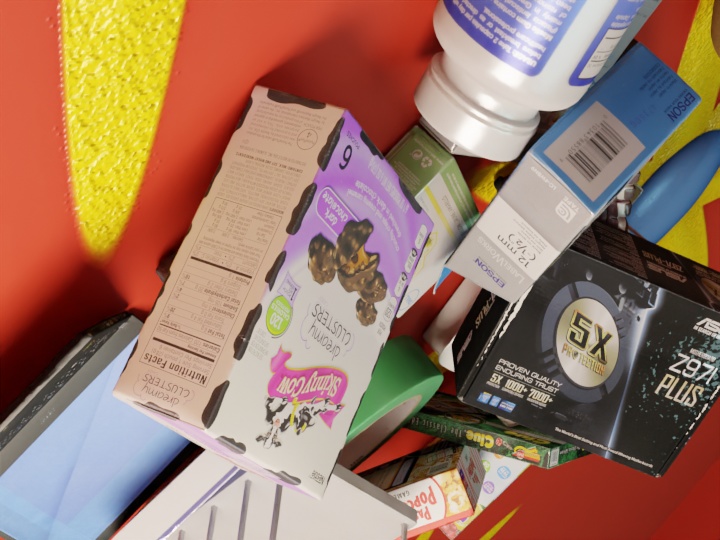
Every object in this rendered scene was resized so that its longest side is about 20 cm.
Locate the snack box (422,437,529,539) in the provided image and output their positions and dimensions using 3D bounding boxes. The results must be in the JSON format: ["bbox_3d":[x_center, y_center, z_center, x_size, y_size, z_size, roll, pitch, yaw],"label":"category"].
[{"bbox_3d":[0.119,0.192,1.377,0.142,0.053,0.200,-46,-175,1],"label":"snack box"}]

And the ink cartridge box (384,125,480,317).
[{"bbox_3d":[0.000,0.000,0.990,0.200,0.048,0.146,-45,156,-3],"label":"ink cartridge box"}]

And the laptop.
[{"bbox_3d":[-0.177,0.123,0.823,0.177,0.103,0.200,-46,-177,2],"label":"laptop"}]

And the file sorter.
[{"bbox_3d":[-0.072,0.252,1.034,0.138,0.125,0.200,33,127,-25],"label":"file sorter"}]

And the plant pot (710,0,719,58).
[{"bbox_3d":[0.367,-0.238,1.061,0.186,0.187,0.200,-33,166,-23],"label":"plant pot"}]

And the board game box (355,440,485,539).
[{"bbox_3d":[0.011,0.215,1.199,0.198,0.047,0.151,-22,-179,11],"label":"board game box"}]

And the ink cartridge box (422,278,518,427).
[{"bbox_3d":[0.168,0.055,1.246,0.199,0.125,0.129,-4,135,-56],"label":"ink cartridge box"}]

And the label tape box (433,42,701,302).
[{"bbox_3d":[0.142,-0.053,0.949,0.143,0.066,0.200,-44,171,-31],"label":"label tape box"}]

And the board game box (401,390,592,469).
[{"bbox_3d":[0.111,0.144,1.231,0.104,0.198,0.024,2,99,-55],"label":"board game box"}]

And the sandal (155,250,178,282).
[{"bbox_3d":[-0.080,0.047,0.895,0.043,0.076,0.201,-39,153,-10],"label":"sandal"}]

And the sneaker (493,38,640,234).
[{"bbox_3d":[0.170,-0.093,1.088,0.114,0.076,0.202,3,110,-6],"label":"sneaker"}]

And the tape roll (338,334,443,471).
[{"bbox_3d":[-0.018,0.138,1.133,0.200,0.048,0.201,-39,167,-10],"label":"tape roll"}]

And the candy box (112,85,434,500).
[{"bbox_3d":[-0.044,0.020,0.806,0.202,0.071,0.168,-67,152,-13],"label":"candy box"}]

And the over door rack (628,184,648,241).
[{"bbox_3d":[0.260,-0.022,1.242,0.199,0.148,0.067,1,129,-57],"label":"over door rack"}]

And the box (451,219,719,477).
[{"bbox_3d":[0.198,0.056,1.089,0.086,0.198,0.165,-89,-155,-61],"label":"box"}]

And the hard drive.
[{"bbox_3d":[-0.119,0.152,0.974,0.132,0.025,0.200,-43,180,-3],"label":"hard drive"}]

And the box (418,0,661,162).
[{"bbox_3d":[0.146,-0.170,0.956,0.201,0.041,0.155,-54,156,22],"label":"box"}]

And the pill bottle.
[{"bbox_3d":[0.113,-0.172,0.815,0.112,0.112,0.201,-12,141,-50],"label":"pill bottle"}]
